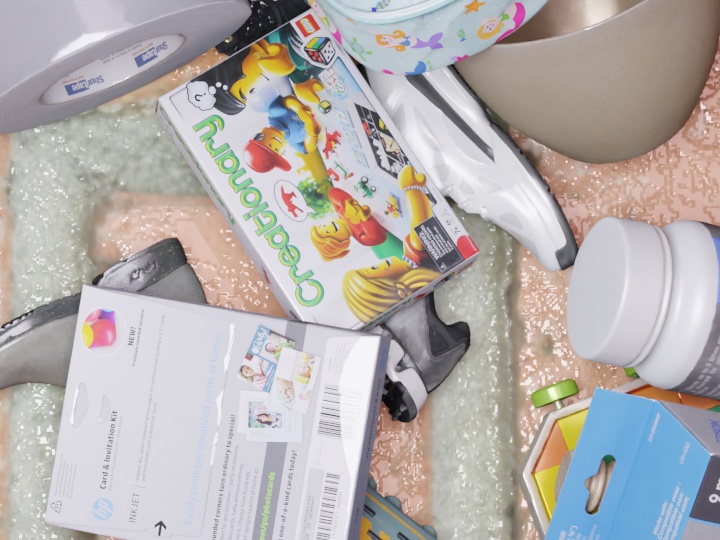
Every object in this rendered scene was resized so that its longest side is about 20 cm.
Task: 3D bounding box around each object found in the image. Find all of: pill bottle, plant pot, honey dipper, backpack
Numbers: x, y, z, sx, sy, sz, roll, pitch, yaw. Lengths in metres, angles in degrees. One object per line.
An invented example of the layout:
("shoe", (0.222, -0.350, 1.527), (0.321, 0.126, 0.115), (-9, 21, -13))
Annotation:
("pill bottle", (0.244, 0.030, 1.680), (0.199, 0.114, 0.115), (11, 81, -19))
("plant pot", (0.158, -0.152, 1.695), (0.200, 0.200, 0.135), (-29, 122, -9))
("honey dipper", (0.227, 0.161, 1.683), (0.199, 0.038, 0.038), (15, 81, -9))
("backpack", (0.030, -0.232, 1.609), (0.177, 0.151, 0.201), (-27, 63, -1))

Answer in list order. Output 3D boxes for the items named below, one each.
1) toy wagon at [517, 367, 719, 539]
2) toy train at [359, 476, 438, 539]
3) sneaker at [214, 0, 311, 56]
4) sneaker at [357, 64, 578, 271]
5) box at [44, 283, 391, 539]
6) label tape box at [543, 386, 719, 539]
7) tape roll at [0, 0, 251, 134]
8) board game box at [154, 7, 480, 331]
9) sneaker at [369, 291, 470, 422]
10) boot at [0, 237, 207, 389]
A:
("toy wagon", (0.209, 0.132, 1.719), (0.199, 0.040, 0.156), (-19, 85, -8))
("toy train", (-0.011, 0.190, 1.669), (0.200, 0.085, 0.114), (38, 70, 0))
("sneaker", (-0.017, -0.208, 1.737), (0.199, 0.073, 0.072), (-31, 121, 1))
("sneaker", (0.053, -0.057, 1.721), (0.115, 0.076, 0.201), (-38, 80, -1))
("box", (-0.091, 0.101, 1.608), (0.199, 0.041, 0.157), (9, 89, 12))
("label tape box", (0.229, 0.168, 1.631), (0.199, 0.063, 0.145), (11, 116, -9))
("tape roll", (-0.172, -0.158, 1.636), (0.199, 0.200, 0.066), (-24, 86, -9))
("board game box", (-0.029, -0.058, 1.659), (0.126, 0.035, 0.201), (-32, 81, -14))
("sneaker", (0.000, 0.000, 1.705), (0.090, 0.066, 0.200), (-37, 85, -19))
("boot", (-0.172, 0.076, 1.675), (0.199, 0.068, 0.131), (-28, 92, -8))
